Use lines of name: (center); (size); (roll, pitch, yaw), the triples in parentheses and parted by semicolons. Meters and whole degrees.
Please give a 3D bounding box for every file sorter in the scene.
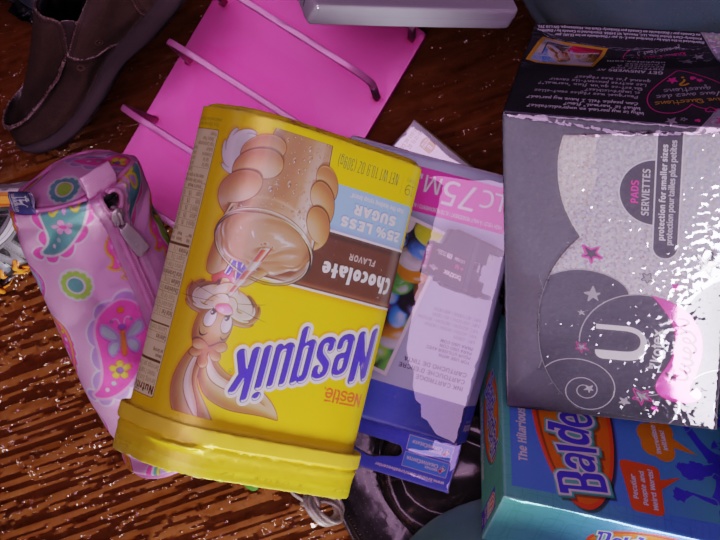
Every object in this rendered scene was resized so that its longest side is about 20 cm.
file sorter: (-0.067, -0.110, 1.033); (0.138, 0.125, 0.201); (31, 92, 3)

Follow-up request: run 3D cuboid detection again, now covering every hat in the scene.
hat: (0.072, 0.123, 1.045); (0.198, 0.081, 0.203); (0, 89, 4)

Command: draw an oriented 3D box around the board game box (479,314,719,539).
board game box: (0.172, 0.114, 0.989); (0.198, 0.153, 0.045); (13, 132, -9)

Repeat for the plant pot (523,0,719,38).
plant pot: (0.183, -0.216, 0.929); (0.198, 0.134, 0.203); (0, 88, 6)

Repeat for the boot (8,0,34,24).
boot: (-0.247, -0.274, 1.070); (0.199, 0.076, 0.169); (32, 88, -3)

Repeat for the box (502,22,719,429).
box: (0.153, -0.024, 0.919); (0.131, 0.115, 0.202); (6, 126, 14)

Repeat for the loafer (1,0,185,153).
loafer: (-0.182, -0.156, 1.033); (0.071, 0.073, 0.200); (29, 126, -25)

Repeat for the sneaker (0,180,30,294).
sneaker: (-0.245, -0.019, 1.069); (0.198, 0.078, 0.078); (-6, 94, 21)

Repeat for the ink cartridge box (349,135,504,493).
ink cartridge box: (0.025, 0.028, 1.000); (0.118, 0.042, 0.202); (15, 92, 13)

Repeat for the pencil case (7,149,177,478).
pencil case: (-0.140, 0.025, 0.965); (0.087, 0.088, 0.202); (-17, 113, 4)

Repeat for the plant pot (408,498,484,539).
plant pot: (0.098, 0.264, 0.965); (0.198, 0.161, 0.203); (5, 118, 9)

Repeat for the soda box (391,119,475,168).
soda box: (0.000, 0.000, 1.059); (0.068, 0.064, 0.201); (39, 92, 3)

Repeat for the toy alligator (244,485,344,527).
toy alligator: (-0.098, 0.115, 1.074); (0.200, 0.059, 0.054); (41, 134, 2)

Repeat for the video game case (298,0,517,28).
video game case: (0.002, -0.230, 1.001); (0.142, 0.018, 0.201); (-3, 54, -28)

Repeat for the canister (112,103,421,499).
canister: (-0.050, 0.018, 0.923); (0.148, 0.086, 0.202); (14, 89, -38)
